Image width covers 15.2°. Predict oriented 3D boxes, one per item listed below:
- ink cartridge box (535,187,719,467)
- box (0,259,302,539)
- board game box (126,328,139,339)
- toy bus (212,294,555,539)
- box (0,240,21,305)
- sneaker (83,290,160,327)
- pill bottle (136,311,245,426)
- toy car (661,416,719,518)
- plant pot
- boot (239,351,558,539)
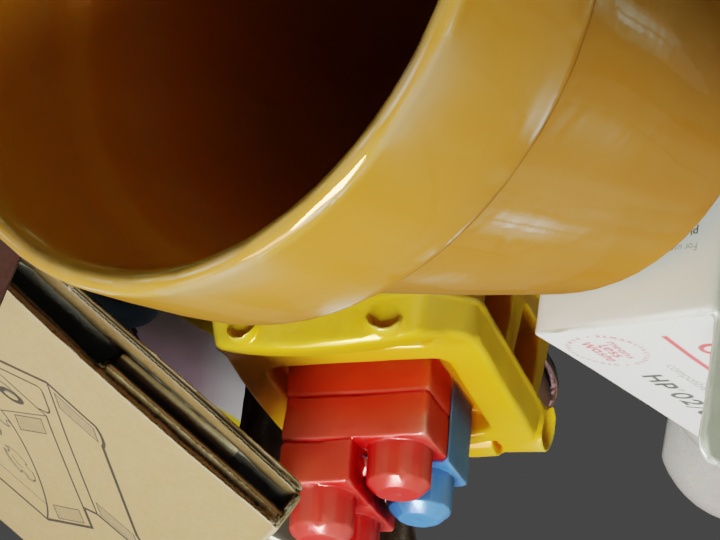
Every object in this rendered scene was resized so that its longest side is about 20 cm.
[{"bbox_3d":[0.117,-0.018,0.857,0.068,0.200,0.115,-8,154,36],"label":"ink cartridge box"},{"bbox_3d":[-0.111,0.059,0.986,0.163,0.021,0.200,41,155,0],"label":"box"},{"bbox_3d":[-0.183,-0.028,1.055,0.120,0.032,0.200,-20,115,15],"label":"board game box"},{"bbox_3d":[0.000,0.000,0.958,0.136,0.192,0.200,-2,151,19],"label":"toy bus"},{"bbox_3d":[-0.236,-0.012,0.842,0.200,0.166,0.164,5,156,44],"label":"box"},{"bbox_3d":[-0.115,-0.052,0.936,0.074,0.082,0.200,-17,143,24],"label":"sneaker"},{"bbox_3d":[-0.121,0.019,1.161,0.200,0.104,0.104,32,148,-28],"label":"pill bottle"},{"bbox_3d":[0.206,0.091,1.090,0.175,0.150,0.200,10,161,8],"label":"toy car"},{"bbox_3d":[0.012,-0.073,0.756,0.200,0.201,0.183,-10,162,39],"label":"plant pot"},{"bbox_3d":[0.017,0.080,1.109,0.186,0.200,0.064,28,123,-26],"label":"boot"}]
